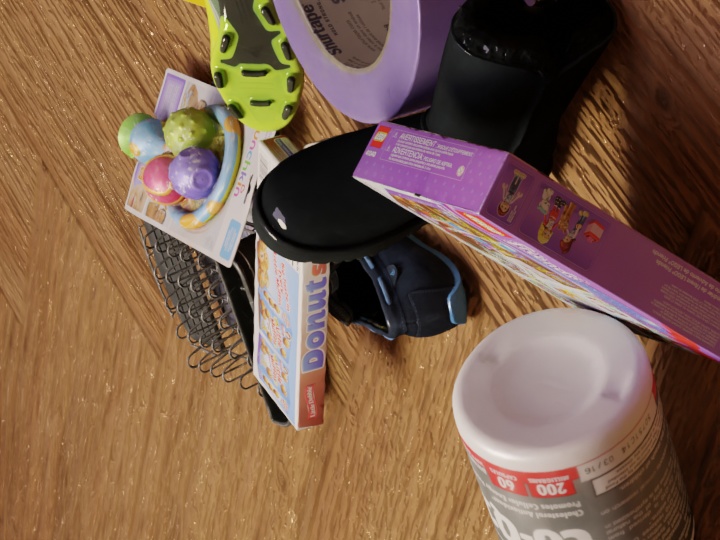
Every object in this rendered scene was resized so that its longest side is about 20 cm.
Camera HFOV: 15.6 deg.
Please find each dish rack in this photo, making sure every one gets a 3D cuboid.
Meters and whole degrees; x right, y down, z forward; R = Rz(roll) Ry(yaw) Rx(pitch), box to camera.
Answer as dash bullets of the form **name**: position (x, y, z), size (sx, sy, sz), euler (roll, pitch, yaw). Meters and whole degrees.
- **dish rack**: position (-0.111, 0.024, 2.010), size (0.200, 0.054, 0.154), euler (19, 133, 50)

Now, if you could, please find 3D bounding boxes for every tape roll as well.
- **tape roll**: position (0.019, -0.196, 1.610), size (0.200, 0.085, 0.200), euler (45, 144, 45)

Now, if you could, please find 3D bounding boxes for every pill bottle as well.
- **pill bottle**: position (0.129, 0.127, 1.512), size (0.114, 0.114, 0.200), euler (44, 163, 45)

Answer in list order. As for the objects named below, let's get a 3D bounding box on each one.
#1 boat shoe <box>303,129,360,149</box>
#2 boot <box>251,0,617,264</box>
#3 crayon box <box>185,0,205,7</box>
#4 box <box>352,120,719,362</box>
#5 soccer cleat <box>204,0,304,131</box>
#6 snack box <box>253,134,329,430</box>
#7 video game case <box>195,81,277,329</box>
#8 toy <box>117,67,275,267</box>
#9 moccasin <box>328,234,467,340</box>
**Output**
- **boat shoe**: position (0.025, -0.064, 1.699), size (0.200, 0.072, 0.063), euler (-3, 100, 60)
- **boot**: position (0.040, -0.092, 1.506), size (0.168, 0.200, 0.077), euler (107, 144, -55)
- **crayon box**: position (-0.090, -0.266, 1.815), size (0.200, 0.058, 0.173), euler (26, 130, 55)
- **box**: position (0.109, -0.014, 1.443), size (0.137, 0.200, 0.039), euler (20, 82, 59)
- **soccer cleat**: position (-0.075, -0.186, 1.728), size (0.084, 0.065, 0.201), euler (-76, -26, -54)
- **snack box**: position (-0.047, 0.010, 1.791), size (0.072, 0.024, 0.200), euler (48, 146, 45)
- **video game case**: position (-0.096, -0.055, 2.015), size (0.143, 0.019, 0.200), euler (65, 153, 15)
- **toy**: position (-0.134, -0.083, 1.945), size (0.200, 0.047, 0.115), euler (28, 101, 62)
- **moccasin**: position (0.000, 0.000, 1.793), size (0.200, 0.068, 0.081), euler (17, 123, 64)
